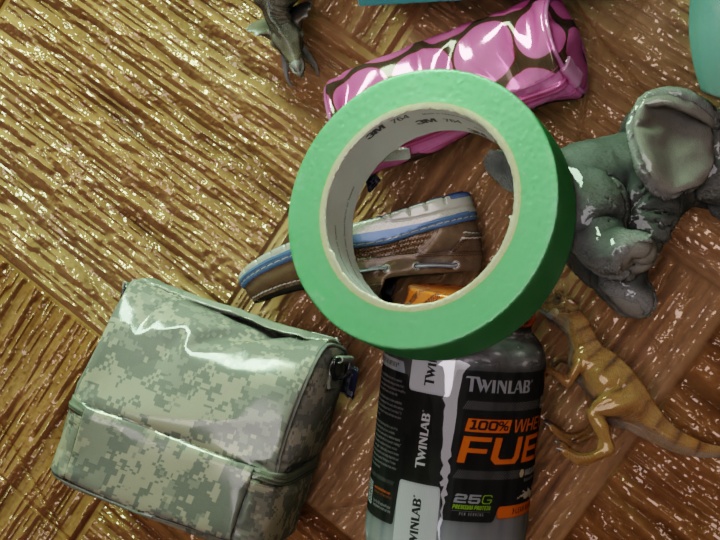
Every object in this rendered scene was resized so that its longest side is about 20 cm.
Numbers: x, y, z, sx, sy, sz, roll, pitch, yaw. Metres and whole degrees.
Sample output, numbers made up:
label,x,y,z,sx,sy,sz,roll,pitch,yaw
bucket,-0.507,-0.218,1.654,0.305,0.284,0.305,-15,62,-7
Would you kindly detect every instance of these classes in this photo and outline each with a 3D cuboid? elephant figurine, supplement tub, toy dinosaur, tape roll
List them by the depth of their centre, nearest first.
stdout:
label,x,y,z,sx,sy,sz,roll,pitch,yaw
tape roll,0.048,-0.039,0.906,0.200,0.048,0.201,-6,74,22
elephant figurine,0.227,-0.072,0.935,0.200,0.155,0.142,-43,34,2
supplement tub,0.072,0.114,0.963,0.122,0.122,0.201,7,96,17
toy dinosaur,0.195,0.101,0.963,0.200,0.060,0.106,45,100,13
toy dinosaur,-0.055,-0.259,1.034,0.077,0.102,0.201,14,84,9

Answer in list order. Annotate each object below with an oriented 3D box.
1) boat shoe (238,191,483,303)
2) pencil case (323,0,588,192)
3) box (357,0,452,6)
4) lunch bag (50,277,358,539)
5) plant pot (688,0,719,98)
label,x,y,z,sx,sy,sz,roll,pitch,yaw
boat shoe,0.000,0.000,1.019,0.199,0.072,0.073,-18,85,16
pencil case,0.074,-0.136,0.988,0.199,0.094,0.091,-22,121,18
box,0.098,-0.243,0.981,0.199,0.082,0.049,0,125,18
lunch bag,-0.118,0.108,1.019,0.199,0.139,0.168,18,95,16
plant pot,0.311,-0.179,0.866,0.200,0.200,0.162,20,103,17
